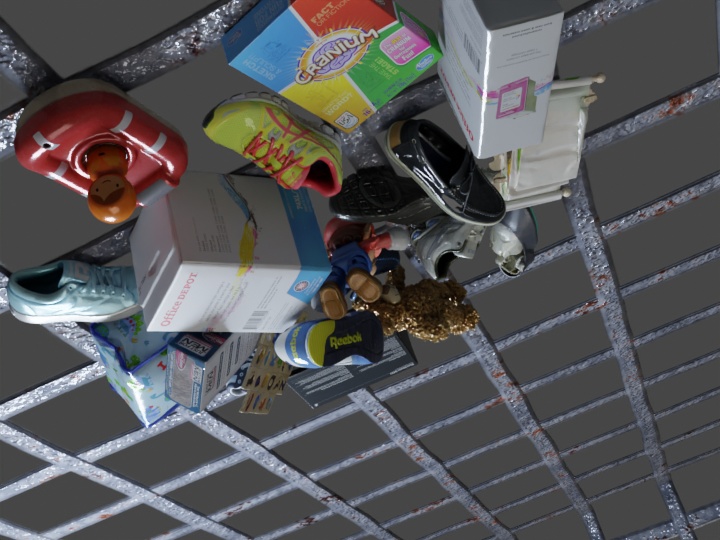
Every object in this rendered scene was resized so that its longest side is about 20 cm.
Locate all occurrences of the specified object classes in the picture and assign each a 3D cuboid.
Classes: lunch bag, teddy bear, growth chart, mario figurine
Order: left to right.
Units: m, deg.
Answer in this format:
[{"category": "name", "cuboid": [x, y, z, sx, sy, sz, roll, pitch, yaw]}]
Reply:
[{"category": "lunch bag", "cuboid": [-0.265, 0.092, 1.384, 0.199, 0.127, 0.171, -36, 155, -23]}, {"category": "mario figurine", "cuboid": [0.000, 0.000, 1.316, 0.122, 0.201, 0.107, 6, 118, 1]}, {"category": "teddy bear", "cuboid": [0.088, 0.049, 1.464, 0.198, 0.146, 0.067, 13, 138, -18]}, {"category": "growth chart", "cuboid": [0.236, -0.164, 1.291, 0.143, 0.018, 0.202, -5, 128, -16]}]

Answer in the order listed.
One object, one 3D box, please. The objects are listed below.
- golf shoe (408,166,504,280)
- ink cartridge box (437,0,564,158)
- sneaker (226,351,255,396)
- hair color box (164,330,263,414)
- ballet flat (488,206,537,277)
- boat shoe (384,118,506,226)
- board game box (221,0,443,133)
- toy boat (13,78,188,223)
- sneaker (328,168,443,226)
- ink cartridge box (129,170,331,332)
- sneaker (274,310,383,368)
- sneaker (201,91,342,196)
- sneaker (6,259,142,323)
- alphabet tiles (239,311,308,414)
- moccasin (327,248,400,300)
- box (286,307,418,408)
[{"category": "golf shoe", "cuboid": [0.158, -0.064, 1.384, 0.078, 0.098, 0.200, 13, 135, -38]}, {"category": "ink cartridge box", "cuboid": [0.143, -0.241, 1.054, 0.084, 0.146, 0.201, -15, 148, -8]}, {"category": "sneaker", "cuboid": [-0.150, 0.113, 1.486, 0.070, 0.109, 0.200, 10, 139, -39]}, {"category": "hair color box", "cuboid": [-0.183, 0.087, 1.321, 0.060, 0.200, 0.101, 23, 130, 13]}, {"category": "ballet flat", "cuboid": [0.226, -0.041, 1.459, 0.072, 0.074, 0.200, -19, 156, 2]}, {"category": "boat shoe", "cuboid": [0.118, -0.123, 1.241, 0.199, 0.075, 0.062, 37, 149, -25]}, {"category": "board game box", "cuboid": [-0.027, -0.242, 1.064, 0.153, 0.041, 0.199, -36, 144, 26]}, {"category": "toy boat", "cuboid": [-0.274, -0.110, 1.056, 0.130, 0.132, 0.200, -31, 146, 20]}, {"category": "sneaker", "cuboid": [0.054, -0.090, 1.316, 0.198, 0.077, 0.091, -8, 154, -13]}, {"category": "ink cartridge box", "cuboid": [-0.167, -0.020, 1.234, 0.198, 0.147, 0.147, 3, 144, -31]}, {"category": "sneaker", "cuboid": [-0.036, 0.094, 1.321, 0.082, 0.075, 0.199, -9, 172, 32]}, {"category": "sneaker", "cuboid": [-0.092, -0.140, 1.143, 0.199, 0.091, 0.078, 13, 139, -38]}, {"category": "sneaker", "cuboid": [-0.357, 0.021, 1.272, 0.198, 0.074, 0.082, -11, 151, -14]}, {"category": "alphabet tiles", "cuboid": [-0.127, 0.133, 1.457, 0.006, 0.168, 0.200, 21, 175, 14]}, {"category": "moccasin", "cuboid": [-0.034, 0.012, 1.427, 0.198, 0.069, 0.081, -13, 149, -11]}, {"category": "box", "cuboid": [-0.022, 0.138, 1.621, 0.198, 0.079, 0.141, -23, 145, 8]}]
